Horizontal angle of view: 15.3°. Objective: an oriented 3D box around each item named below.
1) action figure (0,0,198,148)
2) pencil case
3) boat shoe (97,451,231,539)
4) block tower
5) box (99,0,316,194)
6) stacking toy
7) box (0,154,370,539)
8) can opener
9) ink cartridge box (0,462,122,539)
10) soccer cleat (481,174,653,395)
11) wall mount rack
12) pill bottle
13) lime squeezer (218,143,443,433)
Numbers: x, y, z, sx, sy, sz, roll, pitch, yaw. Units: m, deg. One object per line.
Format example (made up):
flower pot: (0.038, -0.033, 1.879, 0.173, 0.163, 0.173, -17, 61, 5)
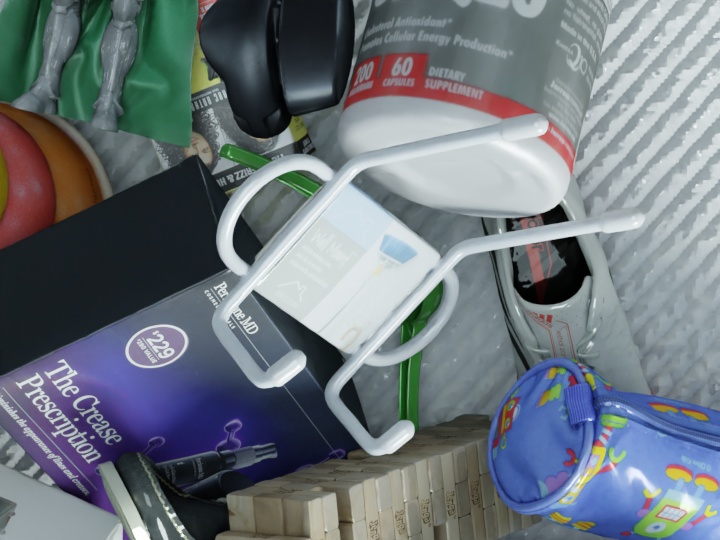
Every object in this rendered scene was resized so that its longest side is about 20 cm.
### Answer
action figure: (-0.120, -0.171, 1.305, 0.117, 0.055, 0.202, 13, 95, 6)
pencil case: (0.161, 0.100, 1.318, 0.199, 0.078, 0.087, 17, 134, -30)
boat shoe: (-0.068, 0.132, 1.310, 0.067, 0.200, 0.072, -35, 54, 3)
block tower: (0.015, 0.117, 1.313, 0.058, 0.199, 0.054, 1, 101, 38)
box: (-0.093, -0.137, 1.357, 0.075, 0.050, 0.201, -20, 95, 8)
stacking toy: (-0.210, -0.039, 1.293, 0.145, 0.200, 0.147, -3, 75, 11)
box: (-0.094, 0.051, 1.312, 0.140, 0.200, 0.079, -27, 52, 6)
can opener: (-0.041, -0.158, 1.313, 0.078, 0.064, 0.201, -3, 63, 4)
ink cartridge box: (-0.221, 0.153, 1.339, 0.199, 0.083, 0.147, 23, 143, 12)
soccer cleat: (0.104, 0.033, 1.349, 0.068, 0.085, 0.201, -15, 97, 6)
wall mount rack: (0.028, -0.004, 1.229, 0.174, 0.200, 0.075, -46, 57, 5)
pill bottle: (0.065, -0.137, 1.281, 0.113, 0.114, 0.201, 14, 72, 2)
lime squeezer: (0.000, 0.000, 1.363, 0.070, 0.038, 0.201, -34, 113, -9)
